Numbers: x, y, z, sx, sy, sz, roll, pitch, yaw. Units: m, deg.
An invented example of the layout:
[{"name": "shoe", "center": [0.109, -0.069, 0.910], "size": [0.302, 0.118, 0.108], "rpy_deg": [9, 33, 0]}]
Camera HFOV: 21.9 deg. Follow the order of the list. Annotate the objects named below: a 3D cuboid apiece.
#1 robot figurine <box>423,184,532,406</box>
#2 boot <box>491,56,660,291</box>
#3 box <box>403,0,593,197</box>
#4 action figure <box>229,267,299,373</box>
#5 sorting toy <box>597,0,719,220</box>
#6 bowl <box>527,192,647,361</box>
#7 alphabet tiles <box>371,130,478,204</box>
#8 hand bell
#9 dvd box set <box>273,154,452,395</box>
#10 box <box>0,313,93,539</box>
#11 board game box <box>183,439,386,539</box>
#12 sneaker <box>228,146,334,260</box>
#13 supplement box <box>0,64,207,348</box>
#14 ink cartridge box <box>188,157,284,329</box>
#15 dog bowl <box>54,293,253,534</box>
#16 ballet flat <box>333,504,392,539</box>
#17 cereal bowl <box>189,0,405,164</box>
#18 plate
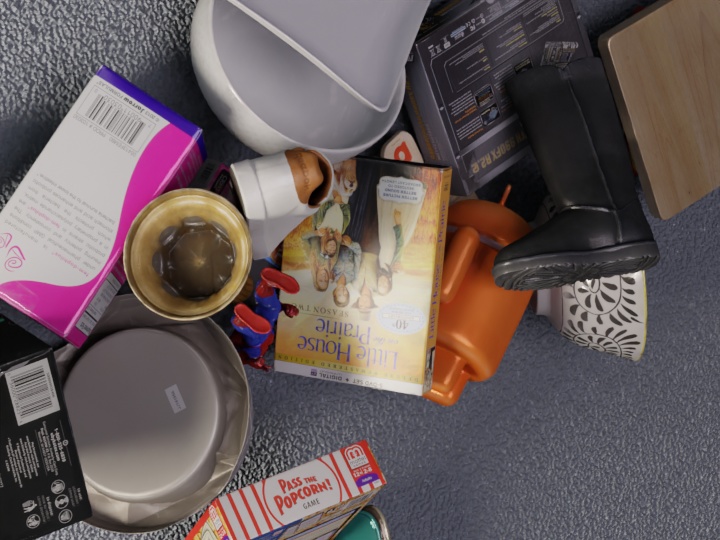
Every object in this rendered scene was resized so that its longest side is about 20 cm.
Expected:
[{"name": "robot figurine", "center": [0.095, 0.021, 1.705], "size": [0.144, 0.116, 0.201], "rpy_deg": [38, 71, -33]}, {"name": "boot", "center": [0.169, -0.089, 1.666], "size": [0.164, 0.066, 0.201], "rpy_deg": [-6, 72, -24]}, {"name": "box", "center": [0.129, -0.186, 1.738], "size": [0.200, 0.048, 0.159], "rpy_deg": [-35, 118, -28]}, {"name": "action figure", "center": [-0.085, 0.049, 1.589], "size": [0.052, 0.200, 0.066], "rpy_deg": [31, 75, -1]}, {"name": "sorting toy", "center": [0.326, -0.187, 1.859], "size": [0.198, 0.070, 0.201], "rpy_deg": [-31, 116, -21]}, {"name": "bowl", "center": [0.207, -0.008, 1.782], "size": [0.094, 0.201, 0.202], "rpy_deg": [-7, 107, -3]}, {"name": "alphabet tiles", "center": [0.040, -0.020, 1.735], "size": [0.200, 0.015, 0.196], "rpy_deg": [-45, 125, -27]}, {"name": "hand bell", "center": [-0.121, 0.003, 1.544], "size": [0.103, 0.200, 0.105], "rpy_deg": [-1, 81, 8]}, {"name": "dvd box set", "center": [0.000, 0.000, 1.630], "size": [0.029, 0.146, 0.201], "rpy_deg": [-19, 116, -68]}, {"name": "box", "center": [-0.315, 0.121, 1.463], "size": [0.124, 0.200, 0.149], "rpy_deg": [-19, 110, -26]}, {"name": "board game box", "center": [-0.079, 0.228, 1.643], "size": [0.151, 0.200, 0.046], "rpy_deg": [-19, 72, -27]}, {"name": "sneaker", "center": [-0.062, -0.057, 1.538], "size": [0.084, 0.200, 0.073], "rpy_deg": [-18, 87, -7]}, {"name": "supplement box", "center": [-0.221, -0.049, 1.519], "size": [0.101, 0.103, 0.200], "rpy_deg": [33, 82, 3]}, {"name": "ink cartridge box", "center": [-0.084, -0.010, 1.673], "size": [0.200, 0.037, 0.095], "rpy_deg": [35, 82, -34]}, {"name": "dog bowl", "center": [-0.180, 0.122, 1.566], "size": [0.201, 0.199, 0.059], "rpy_deg": [-64, 165, -3]}, {"name": "ballet flat", "center": [0.005, 0.314, 1.797], "size": [0.062, 0.067, 0.201], "rpy_deg": [-15, 115, -57]}, {"name": "cereal bowl", "center": [-0.064, -0.177, 1.596], "size": [0.199, 0.083, 0.201], "rpy_deg": [16, 62, -32]}, {"name": "plate", "center": [-0.032, -0.255, 1.579], "size": [0.200, 0.032, 0.200], "rpy_deg": [36, 54, -20]}]
